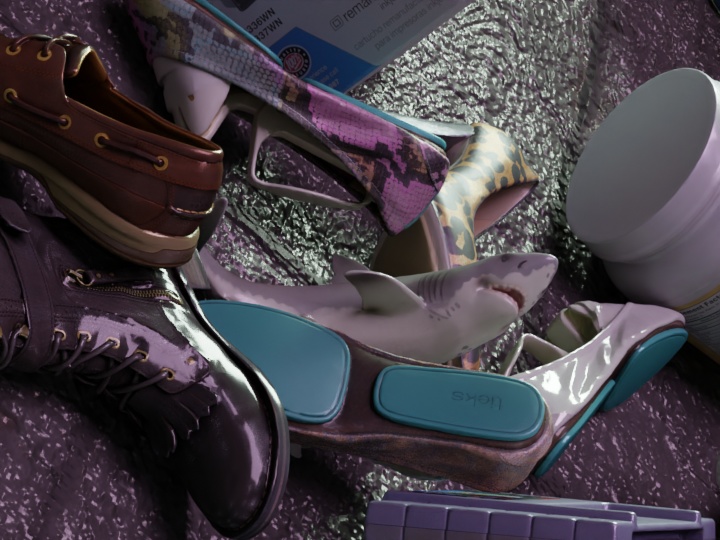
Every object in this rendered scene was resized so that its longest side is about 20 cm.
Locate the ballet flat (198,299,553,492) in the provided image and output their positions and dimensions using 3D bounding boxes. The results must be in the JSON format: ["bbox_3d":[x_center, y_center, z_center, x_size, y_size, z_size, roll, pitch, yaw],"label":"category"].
[{"bbox_3d":[-0.005,0.071,1.489,0.200,0.067,0.068,17,54,5],"label":"ballet flat"}]

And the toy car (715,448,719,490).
[{"bbox_3d":[0.264,0.175,1.591,0.200,0.150,0.175,-83,170,-49],"label":"toy car"}]

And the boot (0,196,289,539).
[{"bbox_3d":[-0.135,0.039,1.383,0.174,0.069,0.200,6,47,-47],"label":"boot"}]

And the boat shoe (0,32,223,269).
[{"bbox_3d":[-0.147,-0.083,1.417,0.200,0.068,0.072,36,23,12],"label":"boat shoe"}]

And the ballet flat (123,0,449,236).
[{"bbox_3d":[-0.050,-0.082,1.570,0.200,0.069,0.071,31,80,-4],"label":"ballet flat"}]

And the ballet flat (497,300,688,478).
[{"bbox_3d":[0.123,0.052,1.685,0.069,0.069,0.200,56,35,0],"label":"ballet flat"}]

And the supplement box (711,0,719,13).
[{"bbox_3d":[0.321,-0.283,2.070,0.200,0.200,0.134,58,35,4],"label":"supplement box"}]

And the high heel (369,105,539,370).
[{"bbox_3d":[0.069,-0.009,1.651,0.143,0.071,0.200,13,44,-37],"label":"high heel"}]

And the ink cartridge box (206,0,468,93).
[{"bbox_3d":[-0.019,-0.213,1.652,0.200,0.147,0.146,53,35,-2],"label":"ink cartridge box"}]

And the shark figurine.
[{"bbox_3d":[-0.022,0.006,1.544,0.214,0.128,0.090,14,34,-16],"label":"shark figurine"}]

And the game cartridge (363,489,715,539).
[{"bbox_3d":[0.091,0.128,1.480,0.200,0.130,0.038,12,87,-70],"label":"game cartridge"}]

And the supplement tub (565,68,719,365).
[{"bbox_3d":[0.236,-0.016,1.797,0.200,0.145,0.145,35,39,-26],"label":"supplement tub"}]
